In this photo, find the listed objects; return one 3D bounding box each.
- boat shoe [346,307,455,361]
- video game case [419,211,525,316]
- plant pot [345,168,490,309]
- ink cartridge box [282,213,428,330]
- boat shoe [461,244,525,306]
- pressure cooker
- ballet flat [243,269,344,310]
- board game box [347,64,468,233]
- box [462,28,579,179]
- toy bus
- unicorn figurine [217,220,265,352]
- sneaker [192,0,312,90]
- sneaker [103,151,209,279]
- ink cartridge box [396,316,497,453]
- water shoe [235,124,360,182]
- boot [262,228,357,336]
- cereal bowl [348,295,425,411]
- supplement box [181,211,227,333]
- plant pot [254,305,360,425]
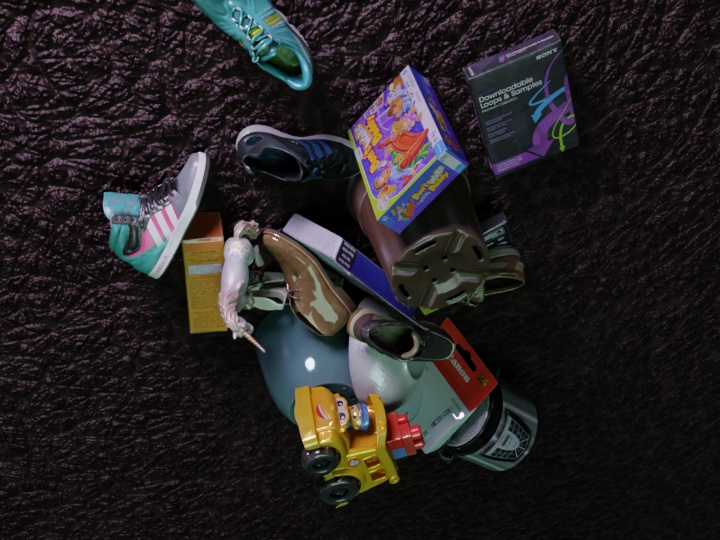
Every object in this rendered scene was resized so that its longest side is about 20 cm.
[{"bbox_3d":[0.071,0.114,1.358,0.198,0.065,0.074,14,105,-30],"label":"boat shoe"},{"bbox_3d":[0.170,-0.007,1.463,0.198,0.026,0.181,-26,149,8],"label":"video game case"},{"bbox_3d":[0.093,-0.063,1.293,0.197,0.200,0.202,-9,136,-9],"label":"plant pot"},{"bbox_3d":[0.000,0.000,1.330,0.199,0.199,0.041,37,87,-40],"label":"ink cartridge box"},{"bbox_3d":[0.176,0.018,1.408,0.197,0.073,0.076,-17,150,-7],"label":"boat shoe"},{"bbox_3d":[0.228,0.286,1.686,0.199,0.178,0.178,29,137,-35],"label":"pressure cooker"},{"bbox_3d":[-0.118,0.039,1.418,0.197,0.075,0.075,-2,134,-16],"label":"ballet flat"},{"bbox_3d":[0.059,-0.167,1.180,0.044,0.201,0.134,27,121,-35],"label":"board game box"},{"bbox_3d":[0.241,-0.240,1.284,0.141,0.036,0.201,-22,134,5],"label":"box"},{"bbox_3d":[0.001,0.263,1.383,0.189,0.137,0.201,-17,134,5],"label":"toy bus"},{"bbox_3d":[-0.180,0.023,1.285,0.073,0.203,0.137,-8,176,1],"label":"unicorn figurine"},{"bbox_3d":[-0.127,-0.300,1.081,0.077,0.080,0.199,-39,131,21],"label":"sneaker"},{"bbox_3d":[-0.301,-0.095,1.228,0.119,0.084,0.202,22,108,-24],"label":"sneaker"},{"bbox_3d":[0.139,0.212,1.595,0.047,0.161,0.201,-6,141,-47],"label":"ink cartridge box"},{"bbox_3d":[-0.081,-0.150,1.239,0.197,0.080,0.072,6,131,-22],"label":"water shoe"},{"bbox_3d":[-0.092,0.021,1.359,0.076,0.073,0.200,-47,108,-18],"label":"boot"},{"bbox_3d":[0.057,0.140,1.466,0.082,0.202,0.201,-2,142,26],"label":"cereal bowl"},{"bbox_3d":[-0.242,0.007,1.350,0.068,0.067,0.202,-7,134,-10],"label":"supplement box"},{"bbox_3d":[-0.074,0.172,1.492,0.197,0.162,0.202,-9,135,-9],"label":"plant pot"}]
